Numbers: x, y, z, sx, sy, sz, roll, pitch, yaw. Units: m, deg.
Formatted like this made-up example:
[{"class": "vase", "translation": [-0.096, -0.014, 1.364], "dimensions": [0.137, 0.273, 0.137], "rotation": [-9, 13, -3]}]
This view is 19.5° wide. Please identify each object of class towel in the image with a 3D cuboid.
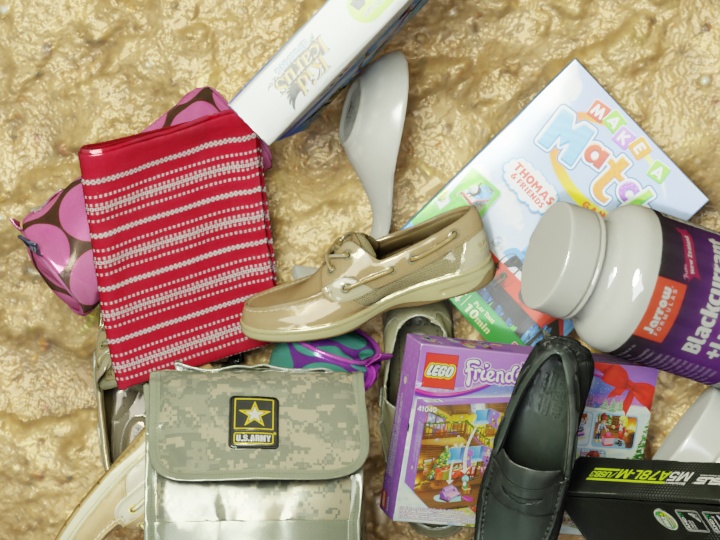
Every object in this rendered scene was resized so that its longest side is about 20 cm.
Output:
[{"class": "towel", "translation": [-0.132, -0.018, 1.582], "dimensions": [0.144, 0.022, 0.202], "rotation": [-16, 116, -20]}]

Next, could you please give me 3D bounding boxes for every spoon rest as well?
[{"class": "spoon rest", "translation": [0.004, -0.073, 1.618], "dimensions": [0.060, 0.100, 0.201], "rotation": [14, 112, -16]}]

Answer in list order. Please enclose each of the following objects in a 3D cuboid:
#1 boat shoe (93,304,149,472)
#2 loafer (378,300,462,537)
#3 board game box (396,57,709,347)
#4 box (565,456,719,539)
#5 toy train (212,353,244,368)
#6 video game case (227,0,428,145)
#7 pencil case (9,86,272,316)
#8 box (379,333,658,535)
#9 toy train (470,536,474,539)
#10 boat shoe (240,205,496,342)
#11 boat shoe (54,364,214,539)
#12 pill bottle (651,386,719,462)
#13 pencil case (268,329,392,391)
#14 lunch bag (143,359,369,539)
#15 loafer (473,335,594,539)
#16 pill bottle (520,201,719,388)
[{"class": "boat shoe", "translation": [-0.178, 0.077, 1.656], "dimensions": [0.071, 0.065, 0.202], "rotation": [3, 96, 6]}, {"class": "loafer", "translation": [0.046, 0.112, 1.631], "dimensions": [0.075, 0.068, 0.202], "rotation": [-8, 94, 7]}, {"class": "board game box", "translation": [0.146, -0.040, 1.622], "dimensions": [0.200, 0.037, 0.151], "rotation": [-44, 89, 8]}, {"class": "box", "translation": [0.259, 0.224, 1.537], "dimensions": [0.048, 0.193, 0.201], "rotation": [-46, 112, -29]}, {"class": "toy train", "translation": [-0.112, 0.098, 1.669], "dimensions": [0.045, 0.034, 0.202], "rotation": [9, 97, 17]}, {"class": "video game case", "translation": [-0.007, -0.175, 1.545], "dimensions": [0.045, 0.200, 0.181], "rotation": [45, 99, -1]}, {"class": "pencil case", "translation": [-0.168, -0.059, 1.615], "dimensions": [0.199, 0.091, 0.094], "rotation": [-37, 70, -9]}, {"class": "box", "translation": [0.122, 0.127, 1.599], "dimensions": [0.198, 0.039, 0.138], "rotation": [7, 99, -18]}, {"class": "toy train", "translation": [0.080, 0.310, 1.661], "dimensions": [0.056, 0.042, 0.202], "rotation": [15, 97, -5]}, {"class": "boat shoe", "translation": [0.000, 0.000, 1.586], "dimensions": [0.198, 0.071, 0.065], "rotation": [-17, 112, 0]}, {"class": "boat shoe", "translation": [-0.160, 0.166, 1.601], "dimensions": [0.069, 0.074, 0.200], "rotation": [41, 93, -2]}, {"class": "pill bottle", "translation": [0.319, 0.185, 1.583], "dimensions": [0.199, 0.114, 0.115], "rotation": [37, 98, 2]}, {"class": "pencil case", "translation": [-0.046, 0.141, 1.628], "dimensions": [0.092, 0.085, 0.202], "rotation": [23, 105, 27]}, {"class": "lunch bag", "translation": [-0.077, 0.166, 1.527], "dimensions": [0.162, 0.118, 0.202], "rotation": [0, 87, -4]}, {"class": "loafer", "translation": [0.121, 0.145, 1.535], "dimensions": [0.068, 0.070, 0.202], "rotation": [17, 97, 15]}, {"class": "pill bottle", "translation": [0.224, 0.016, 1.550], "dimensions": [0.199, 0.111, 0.112], "rotation": [17, 97, -17]}]
